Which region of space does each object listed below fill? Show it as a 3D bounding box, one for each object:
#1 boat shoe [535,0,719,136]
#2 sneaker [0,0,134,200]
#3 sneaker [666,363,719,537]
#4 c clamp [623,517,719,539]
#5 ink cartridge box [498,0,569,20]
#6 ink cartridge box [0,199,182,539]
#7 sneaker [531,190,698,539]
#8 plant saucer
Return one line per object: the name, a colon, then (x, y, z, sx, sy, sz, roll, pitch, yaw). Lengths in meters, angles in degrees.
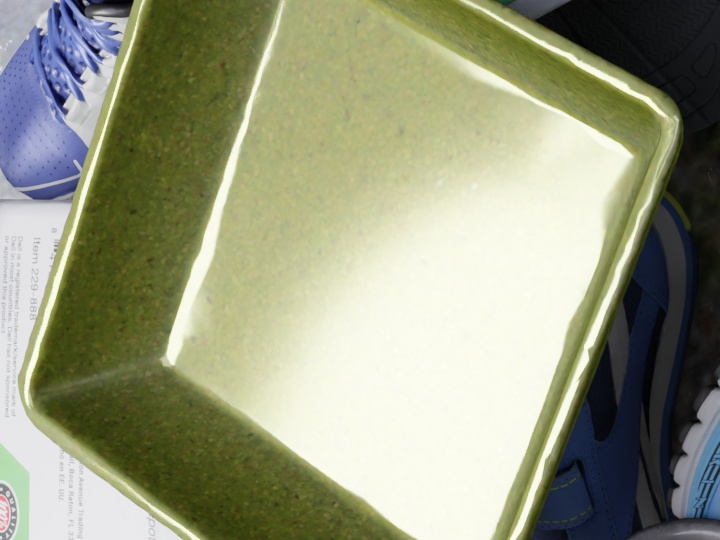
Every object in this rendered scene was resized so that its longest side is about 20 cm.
boat shoe: (0.114, -0.097, 0.822, 0.202, 0.065, 0.075, -24, 111, 40)
sneaker: (-0.082, -0.102, 0.940, 0.199, 0.115, 0.081, -34, 68, 33)
sneaker: (0.167, 0.034, 0.763, 0.090, 0.078, 0.200, 51, 119, 23)
c clamp: (0.109, 0.162, 0.801, 0.200, 0.027, 0.171, -35, 94, 37)
ink cartridge box: (0.108, -0.172, 0.782, 0.200, 0.050, 0.161, -28, 36, 37)
ink cartridge box: (-0.046, 0.050, 0.927, 0.199, 0.084, 0.147, 3, 91, 38)
sneaker: (0.060, 0.069, 0.844, 0.074, 0.082, 0.201, -2, 91, 37)
plant saucer: (0.000, 0.000, 0.801, 0.199, 0.048, 0.201, 33, 113, 33)
